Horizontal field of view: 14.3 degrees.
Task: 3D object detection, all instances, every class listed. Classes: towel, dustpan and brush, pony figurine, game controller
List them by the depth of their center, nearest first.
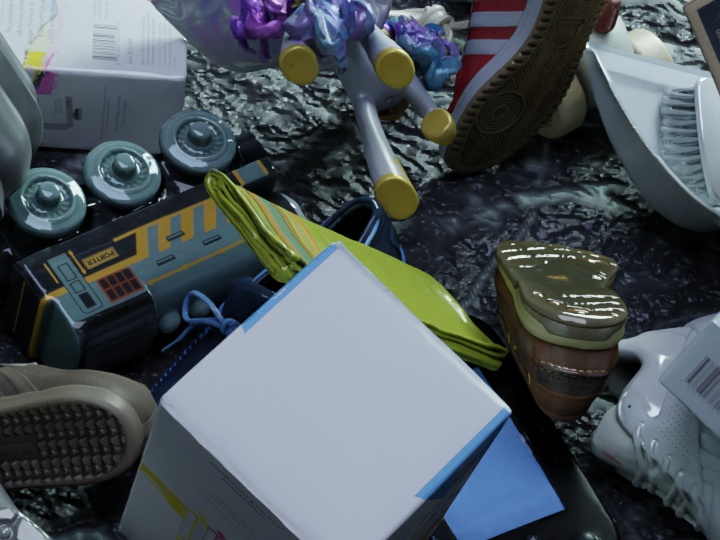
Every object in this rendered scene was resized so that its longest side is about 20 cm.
[{"bbox_3d":[0.000,0.000,1.534,0.200,0.018,0.086,24,22,-49],"label":"towel"},{"bbox_3d":[0.060,0.106,1.568,0.104,0.042,0.200,-14,49,-21],"label":"game controller"},{"bbox_3d":[-0.017,-0.142,1.686,0.166,0.193,0.200,-34,23,8],"label":"pony figurine"},{"bbox_3d":[0.213,-0.049,1.720,0.139,0.057,0.201,10,62,-35],"label":"dustpan and brush"}]

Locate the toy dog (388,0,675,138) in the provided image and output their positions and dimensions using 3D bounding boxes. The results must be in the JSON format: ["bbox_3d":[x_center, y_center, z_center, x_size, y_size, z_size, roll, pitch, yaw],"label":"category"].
[{"bbox_3d":[0.112,-0.172,1.810,0.199,0.097,0.132,30,48,20],"label":"toy dog"}]

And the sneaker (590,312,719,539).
[{"bbox_3d":[0.179,0.107,1.573,0.099,0.078,0.200,-6,38,-5],"label":"sneaker"}]

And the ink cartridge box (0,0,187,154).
[{"bbox_3d":[-0.207,-0.138,1.748,0.199,0.068,0.117,4,45,-7],"label":"ink cartridge box"}]

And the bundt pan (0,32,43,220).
[{"bbox_3d":[-0.257,-0.054,1.599,0.201,0.076,0.202,-31,30,20],"label":"bundt pan"}]

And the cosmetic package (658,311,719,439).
[{"bbox_3d":[0.266,0.090,1.531,0.200,0.052,0.151,44,24,6],"label":"cosmetic package"}]

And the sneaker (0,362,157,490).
[{"bbox_3d":[-0.205,0.084,1.536,0.199,0.071,0.076,3,14,12],"label":"sneaker"}]

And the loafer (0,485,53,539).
[{"bbox_3d":[-0.221,0.118,1.472,0.070,0.070,0.200,-36,74,-23],"label":"loafer"}]

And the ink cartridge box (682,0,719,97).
[{"bbox_3d":[0.274,-0.062,1.649,0.075,0.200,0.165,-29,52,14],"label":"ink cartridge box"}]

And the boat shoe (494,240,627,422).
[{"bbox_3d":[0.108,0.030,1.607,0.072,0.068,0.200,8,14,-2],"label":"boat shoe"}]

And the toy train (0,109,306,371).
[{"bbox_3d":[-0.123,-0.013,1.636,0.199,0.085,0.114,-24,65,-31],"label":"toy train"}]

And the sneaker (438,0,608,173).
[{"bbox_3d":[0.084,-0.165,1.737,0.071,0.200,0.113,1,38,-42],"label":"sneaker"}]

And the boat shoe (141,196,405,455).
[{"bbox_3d":[-0.058,0.028,1.594,0.084,0.069,0.200,23,54,29],"label":"boat shoe"}]

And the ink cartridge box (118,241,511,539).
[{"bbox_3d":[-0.029,0.106,1.447,0.125,0.200,0.129,43,65,10],"label":"ink cartridge box"}]
